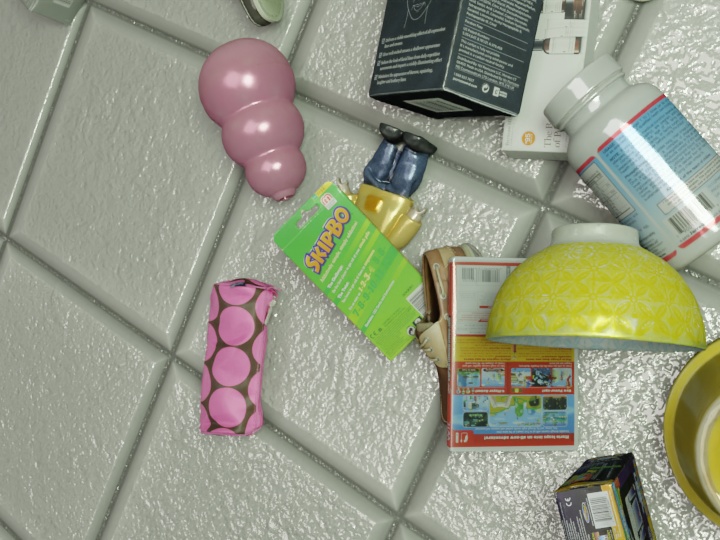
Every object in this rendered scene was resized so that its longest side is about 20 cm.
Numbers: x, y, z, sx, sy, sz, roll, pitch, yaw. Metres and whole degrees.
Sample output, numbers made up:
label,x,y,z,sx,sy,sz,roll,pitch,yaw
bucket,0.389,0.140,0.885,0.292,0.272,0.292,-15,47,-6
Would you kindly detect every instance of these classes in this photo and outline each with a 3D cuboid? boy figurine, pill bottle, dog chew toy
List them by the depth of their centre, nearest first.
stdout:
label,x,y,z,sx,sy,sz,roll,pitch,yaw
pill bottle,0.272,-0.106,0.741,0.109,0.109,0.201,-41,82,19
boy figurine,0.015,-0.071,0.918,0.124,0.064,0.202,28,97,22
dog chew toy,-0.127,-0.185,0.970,0.123,0.124,0.202,-21,86,25

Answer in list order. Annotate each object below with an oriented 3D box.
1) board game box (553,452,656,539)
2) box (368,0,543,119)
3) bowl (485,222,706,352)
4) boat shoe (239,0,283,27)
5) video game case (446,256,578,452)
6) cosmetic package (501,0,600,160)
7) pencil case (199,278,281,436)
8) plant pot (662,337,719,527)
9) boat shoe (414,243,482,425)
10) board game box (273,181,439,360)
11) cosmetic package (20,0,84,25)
label,x,y,z,sx,sy,sz,roll,pitch,yaw
board game box,0.246,0.286,0.719,0.056,0.165,0.202,-16,79,23
box,0.105,-0.275,0.826,0.148,0.106,0.203,17,96,58
bowl,0.218,0.016,0.719,0.198,0.200,0.109,1,82,27
boat shoe,-0.157,-0.402,1.024,0.060,0.071,0.203,-27,68,27
video game case,0.162,0.088,0.814,0.141,0.017,0.203,2,87,-9
cosmetic package,0.207,-0.224,0.833,0.082,0.050,0.203,6,90,28
pencil case,-0.154,0.111,0.984,0.092,0.091,0.203,5,92,14
plant pot,0.360,0.149,0.656,0.199,0.188,0.204,-1,87,27
boat shoe,0.093,0.071,0.848,0.071,0.076,0.203,1,86,-14
board game box,0.000,0.000,0.877,0.095,0.030,0.200,-43,103,4
cosmetic package,-0.505,-0.492,1.199,0.200,0.090,0.107,47,110,18
